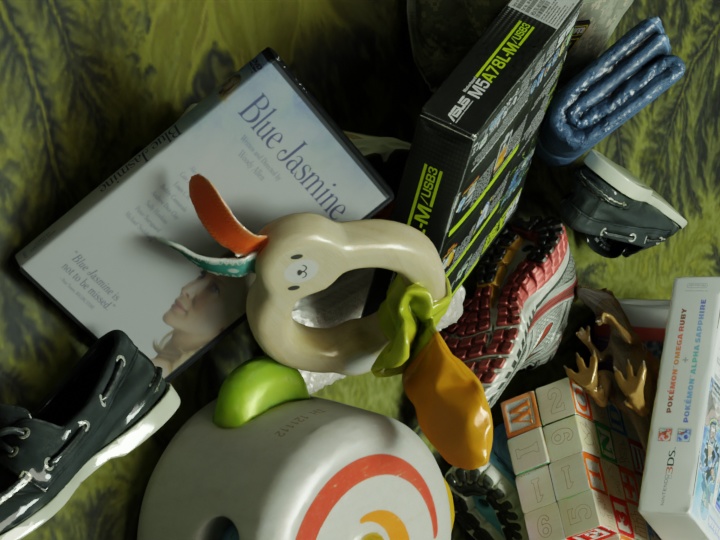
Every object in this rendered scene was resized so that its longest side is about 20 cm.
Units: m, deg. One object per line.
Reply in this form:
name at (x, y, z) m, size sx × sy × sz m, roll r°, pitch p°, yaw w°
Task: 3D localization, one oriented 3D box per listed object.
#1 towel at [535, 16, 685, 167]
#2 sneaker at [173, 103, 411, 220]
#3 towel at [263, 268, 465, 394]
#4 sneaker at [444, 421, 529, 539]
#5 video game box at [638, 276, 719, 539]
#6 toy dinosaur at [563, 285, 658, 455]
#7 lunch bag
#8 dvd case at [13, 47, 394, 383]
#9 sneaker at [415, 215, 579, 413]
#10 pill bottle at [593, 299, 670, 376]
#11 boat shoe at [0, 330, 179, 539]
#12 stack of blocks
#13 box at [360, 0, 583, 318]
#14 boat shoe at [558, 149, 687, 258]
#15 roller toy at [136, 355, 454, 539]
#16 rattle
towel at (0.175, -0.125, 1.599) m, size 0.112 × 0.200 × 0.049 m, roll -38°, pitch 89°, yaw 0°
sneaker at (-0.038, -0.078, 1.426) m, size 0.199 × 0.092 × 0.076 m, roll 3°, pitch 128°, yaw -47°
towel at (0.000, 0.000, 1.518) m, size 0.200 × 0.034 × 0.133 m, roll -26°, pitch 112°, yaw -45°
sneaker at (0.140, 0.196, 1.665) m, size 0.090 × 0.078 × 0.200 m, roll -53°, pitch 130°, yaw -36°
video game box at (0.264, 0.129, 1.620) m, size 0.200 × 0.047 × 0.183 m, roll 48°, pitch 46°, yaw -53°
toy dinosaur at (0.202, 0.094, 1.596) m, size 0.106 × 0.060 × 0.201 m, roll 19°, pitch 53°, yaw -59°
lunch bag at (0.119, -0.222, 1.578) m, size 0.164 × 0.117 × 0.201 m, roll -13°, pitch 111°, yaw -52°
dvd case at (-0.091, -0.026, 1.336) m, size 0.200 × 0.018 × 0.143 m, roll -39°, pitch 130°, yaw 4°
sneaker at (0.110, 0.053, 1.617) m, size 0.200 × 0.078 × 0.082 m, roll -53°, pitch 131°, yaw -32°
pill bottle at (0.238, 0.126, 1.744) m, size 0.111 × 0.111 × 0.201 m, roll -3°, pitch 95°, yaw -49°
boat shoe at (-0.189, 0.100, 1.272) m, size 0.199 × 0.074 × 0.066 m, roll -37°, pitch 108°, yaw -35°
stack of blocks at (0.171, 0.190, 1.597) m, size 0.115 × 0.058 × 0.201 m, roll 26°, pitch 47°, yaw -54°
box at (0.074, -0.070, 1.457) m, size 0.200 × 0.047 × 0.194 m, roll -52°, pitch 165°, yaw -46°
boat shoe at (0.200, -0.042, 1.712) m, size 0.066 × 0.074 × 0.199 m, roll -53°, pitch 165°, yaw 7°
roller toy at (-0.035, 0.173, 1.403) m, size 0.200 × 0.139 × 0.183 m, roll 46°, pitch 65°, yaw -42°
rattle at (-0.023, 0.037, 1.313) m, size 0.200 × 0.130 × 0.144 m, roll 32°, pitch 46°, yaw -48°
